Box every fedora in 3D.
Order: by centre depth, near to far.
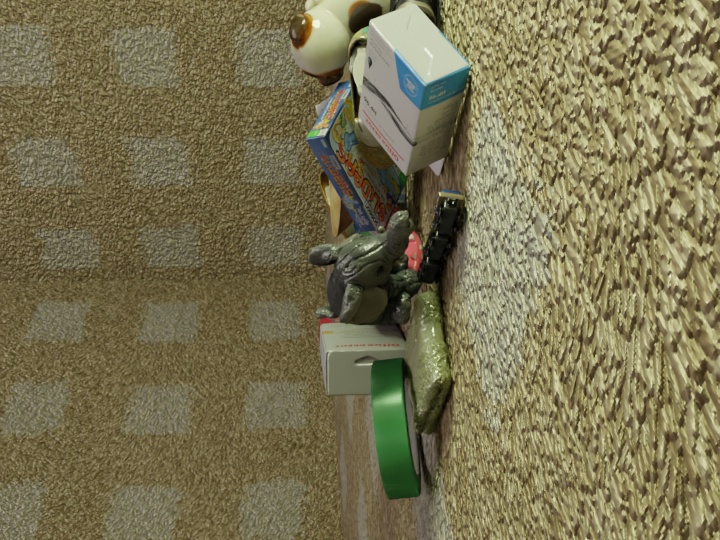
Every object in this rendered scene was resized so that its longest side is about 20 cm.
[{"bbox_3d":[-0.007,-0.131,1.588,0.201,0.081,0.201,54,-165,-22],"label":"fedora"}]

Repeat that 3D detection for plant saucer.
[{"bbox_3d":[-0.029,-0.159,1.336,0.200,0.035,0.203,179,90,-82],"label":"plant saucer"}]

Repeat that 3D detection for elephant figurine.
[{"bbox_3d":[0.000,0.000,1.031,0.157,0.140,0.200,-67,-20,-6],"label":"elephant figurine"}]

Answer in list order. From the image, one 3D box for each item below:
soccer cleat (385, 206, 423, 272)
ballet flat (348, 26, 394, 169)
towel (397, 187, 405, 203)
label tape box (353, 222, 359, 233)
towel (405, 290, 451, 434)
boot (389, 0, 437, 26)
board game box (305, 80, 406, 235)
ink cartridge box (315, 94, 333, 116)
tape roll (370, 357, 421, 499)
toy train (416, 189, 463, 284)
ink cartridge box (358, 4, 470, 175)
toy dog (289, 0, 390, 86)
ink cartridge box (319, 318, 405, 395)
[{"bbox_3d":[0.066,-0.035,1.208,0.077,0.066,0.201,50,-169,-35],"label":"soccer cleat"},{"bbox_3d":[0.014,-0.238,1.089,0.071,0.070,0.203,-108,12,-71],"label":"ballet flat"},{"bbox_3d":[0.059,-0.215,1.363,0.147,0.023,0.203,-140,49,-81],"label":"towel"},{"bbox_3d":[0.016,-0.171,1.372,0.144,0.065,0.201,96,168,-47],"label":"label tape box"},{"bbox_3d":[0.088,0.132,1.069,0.201,0.036,0.150,99,168,-59],"label":"towel"},{"bbox_3d":[0.068,-0.323,1.023,0.200,0.072,0.152,81,-171,-65],"label":"boot"},{"bbox_3d":[-0.001,-0.166,1.173,0.201,0.034,0.136,58,-137,-38],"label":"board game box"},{"bbox_3d":[0.000,-0.307,1.279,0.057,0.162,0.200,53,-171,-25],"label":"ink cartridge box"},{"bbox_3d":[0.054,0.233,1.143,0.200,0.048,0.203,-9,-90,-84],"label":"tape roll"},{"bbox_3d":[0.099,-0.042,0.960,0.201,0.034,0.046,99,-179,-63],"label":"toy train"},{"bbox_3d":[0.058,-0.202,0.943,0.116,0.067,0.201,54,159,24],"label":"ink cartridge box"},{"bbox_3d":[-0.015,-0.367,1.157,0.194,0.199,0.140,48,175,48],"label":"toy dog"},{"bbox_3d":[0.002,0.148,1.384,0.200,0.146,0.087,-109,18,-74],"label":"ink cartridge box"}]
